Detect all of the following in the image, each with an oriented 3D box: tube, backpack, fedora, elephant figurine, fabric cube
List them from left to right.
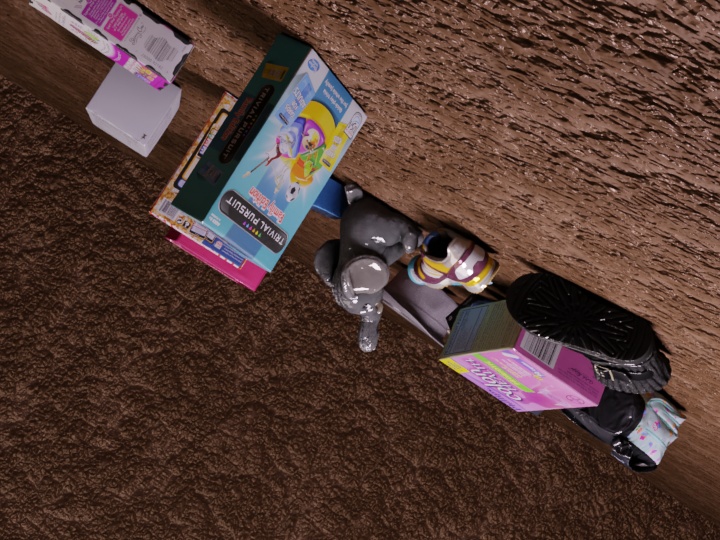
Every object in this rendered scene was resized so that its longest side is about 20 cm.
[{"bbox_3d":[-0.262,-0.096,2.322,0.196,0.200,0.200,34,174,-16],"label":"fabric cube"},{"bbox_3d":[0.000,0.000,1.694,0.155,0.200,0.142,31,175,7],"label":"elephant figurine"},{"bbox_3d":[0.122,0.064,2.185,0.200,0.090,0.177,36,177,40],"label":"fedora"},{"bbox_3d":[0.135,-0.001,1.784,0.077,0.050,0.200,29,171,-18],"label":"tube"},{"bbox_3d":[0.441,0.243,1.833,0.200,0.127,0.167,35,-175,-40],"label":"backpack"}]

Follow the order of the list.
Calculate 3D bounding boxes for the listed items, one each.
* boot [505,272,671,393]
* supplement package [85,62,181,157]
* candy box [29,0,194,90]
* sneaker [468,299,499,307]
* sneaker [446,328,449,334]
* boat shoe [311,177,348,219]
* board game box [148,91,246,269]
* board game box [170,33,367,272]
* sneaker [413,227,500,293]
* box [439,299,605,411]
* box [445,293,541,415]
[{"bbox_3d":[0.298,0.088,1.461,0.211,0.080,0.158,28,174,28],"label":"boot"},{"bbox_3d":[-0.367,-0.267,1.823,0.114,0.110,0.200,33,175,-10],"label":"supplement package"},{"bbox_3d":[-0.313,-0.309,1.400,0.200,0.061,0.136,33,175,-17],"label":"candy box"},{"bbox_3d":[0.265,0.112,1.878,0.200,0.079,0.075,32,174,-2],"label":"sneaker"},{"bbox_3d":[0.180,0.092,2.321,0.200,0.067,0.090,26,-168,-3],"label":"sneaker"},{"bbox_3d":[-0.092,-0.125,1.691,0.069,0.084,0.200,10,158,44],"label":"boat shoe"},{"bbox_3d":[-0.180,-0.125,1.574,0.151,0.200,0.046,33,175,-6],"label":"board game box"},{"bbox_3d":[-0.087,-0.115,1.140,0.047,0.200,0.151,28,174,29],"label":"board game box"},{"bbox_3d":[0.116,-0.024,1.575,0.090,0.075,0.200,42,165,-20],"label":"sneaker"},{"bbox_3d":[0.255,0.132,1.730,0.176,0.097,0.200,34,157,-21],"label":"box"},{"bbox_3d":[0.258,0.150,2.003,0.200,0.079,0.141,34,-155,-29],"label":"box"}]
